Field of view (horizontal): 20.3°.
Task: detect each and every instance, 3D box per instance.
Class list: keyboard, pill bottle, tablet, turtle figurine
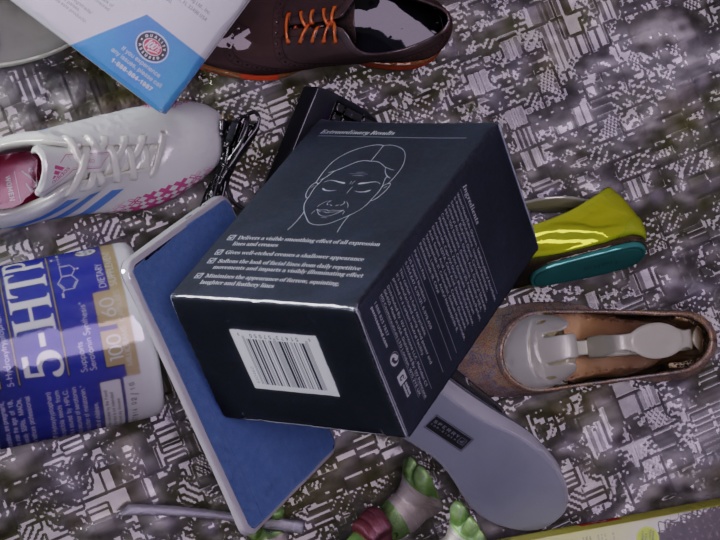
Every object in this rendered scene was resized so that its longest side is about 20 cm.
[{"bbox_3d":[-0.060,-0.034,1.400,0.127,0.021,0.201,24,83,-24],"label":"keyboard"},{"bbox_3d":[-0.238,0.058,1.330,0.199,0.120,0.121,-12,89,-10],"label":"pill bottle"},{"bbox_3d":[-0.085,0.061,1.342,0.014,0.130,0.201,-14,106,34],"label":"tablet"},{"bbox_3d":[-0.024,0.196,1.348,0.193,0.144,0.201,-35,96,-13],"label":"turtle figurine"}]

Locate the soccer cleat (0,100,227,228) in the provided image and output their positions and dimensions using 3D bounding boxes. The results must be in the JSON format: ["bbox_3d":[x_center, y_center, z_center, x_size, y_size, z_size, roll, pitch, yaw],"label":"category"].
[{"bbox_3d":[-0.182,-0.070,1.363,0.199,0.086,0.070,-16,89,-10],"label":"soccer cleat"}]

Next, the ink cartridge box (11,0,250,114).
[{"bbox_3d":[-0.131,-0.228,1.327,0.145,0.084,0.200,37,90,-14],"label":"ink cartridge box"}]

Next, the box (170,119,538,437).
[{"bbox_3d":[0.000,0.000,1.307,0.200,0.148,0.107,-52,133,-39],"label":"box"}]

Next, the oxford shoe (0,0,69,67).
[{"bbox_3d":[-0.278,-0.178,1.369,0.199,0.058,0.076,-1,85,-11],"label":"oxford shoe"}]

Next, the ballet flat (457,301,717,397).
[{"bbox_3d":[0.159,0.052,1.423,0.199,0.067,0.069,-6,87,-9],"label":"ballet flat"}]

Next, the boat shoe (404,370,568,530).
[{"bbox_3d":[0.068,0.107,1.403,0.200,0.066,0.070,35,115,-25],"label":"boat shoe"}]

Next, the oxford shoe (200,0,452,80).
[{"bbox_3d":[-0.033,-0.174,1.400,0.199,0.073,0.072,-5,88,-9],"label":"oxford shoe"}]

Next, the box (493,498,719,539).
[{"bbox_3d":[0.184,0.212,1.427,0.199,0.050,0.076,-10,89,-9],"label":"box"}]

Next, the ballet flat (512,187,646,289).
[{"bbox_3d":[0.106,-0.013,1.427,0.199,0.067,0.067,-17,68,-13],"label":"ballet flat"}]
